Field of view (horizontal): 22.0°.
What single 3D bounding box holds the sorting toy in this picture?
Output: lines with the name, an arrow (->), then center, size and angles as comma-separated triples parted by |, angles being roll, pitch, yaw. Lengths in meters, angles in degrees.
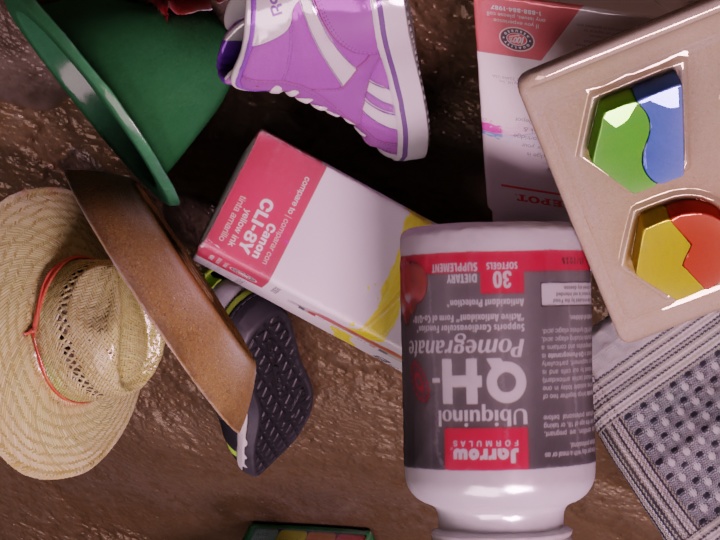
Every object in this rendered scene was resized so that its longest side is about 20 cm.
sorting toy -> 0.199, -0.057, 0.987 | 0.183, 0.037, 0.201 | -21, 125, 9

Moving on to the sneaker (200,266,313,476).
sneaker -> -0.088, 0.068, 1.370 | 0.082, 0.072, 0.201 | 33, 146, 28

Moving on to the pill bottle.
pill bottle -> 0.078, 0.075, 1.049 | 0.109, 0.203, 0.111 | -2, 178, 0

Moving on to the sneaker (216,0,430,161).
sneaker -> -0.022, -0.119, 1.055 | 0.113, 0.073, 0.201 | -12, 153, 4

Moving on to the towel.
towel -> 0.238, 0.071, 1.056 | 0.199, 0.194, 0.035 | -33, 160, 4

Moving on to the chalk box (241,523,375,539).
chalk box -> -0.045, 0.293, 1.541 | 0.123, 0.124, 0.201 | 1, 135, 27

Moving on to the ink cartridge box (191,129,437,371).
ink cartridge box -> 0.000, 0.000, 1.170 | 0.199, 0.084, 0.145 | 28, 173, -5

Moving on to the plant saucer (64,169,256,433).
plant saucer -> -0.119, 0.011, 1.186 | 0.035, 0.200, 0.201 | -33, 125, -2

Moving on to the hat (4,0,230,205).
hat -> -0.097, -0.154, 1.144 | 0.200, 0.176, 0.166 | 44, 170, 36

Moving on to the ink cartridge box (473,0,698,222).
ink cartridge box -> 0.132, -0.091, 1.060 | 0.115, 0.068, 0.201 | 10, 138, 16

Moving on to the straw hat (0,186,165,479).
straw hat -> -0.179, 0.040, 1.257 | 0.084, 0.202, 0.202 | -4, 134, 38
